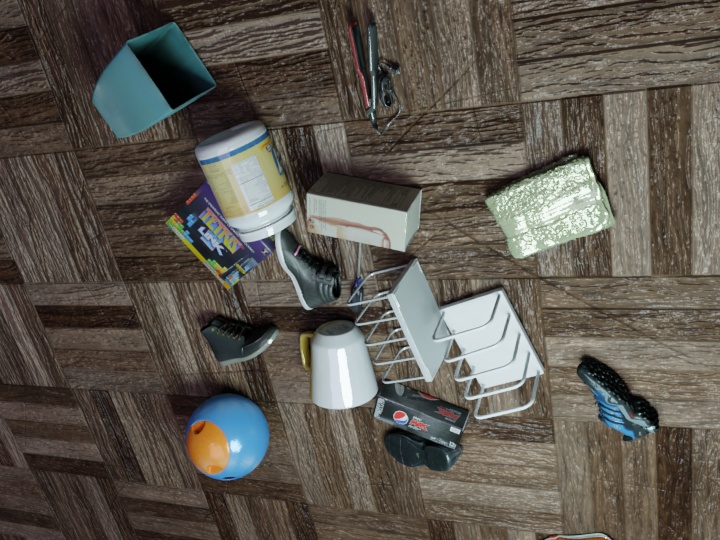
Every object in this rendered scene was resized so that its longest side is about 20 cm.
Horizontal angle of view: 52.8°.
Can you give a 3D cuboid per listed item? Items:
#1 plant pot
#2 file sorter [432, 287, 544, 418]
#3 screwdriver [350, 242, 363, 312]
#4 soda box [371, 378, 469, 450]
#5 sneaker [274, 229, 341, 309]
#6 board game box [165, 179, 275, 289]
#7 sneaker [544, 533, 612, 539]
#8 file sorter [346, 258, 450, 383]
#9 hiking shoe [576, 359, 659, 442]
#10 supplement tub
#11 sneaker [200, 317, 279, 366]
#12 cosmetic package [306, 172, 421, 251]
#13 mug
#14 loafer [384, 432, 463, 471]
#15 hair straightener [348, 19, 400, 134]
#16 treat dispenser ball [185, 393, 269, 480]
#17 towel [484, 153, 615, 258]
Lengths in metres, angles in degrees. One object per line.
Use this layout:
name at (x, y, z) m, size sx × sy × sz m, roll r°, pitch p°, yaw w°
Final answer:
plant pot at (-0.414, -0.348, 1.399) m, size 0.199 × 0.141 × 0.142 m, roll -23°, pitch 107°, yaw 39°
file sorter at (0.246, 0.165, 1.410) m, size 0.138 × 0.125 × 0.201 m, roll -20°, pitch 109°, yaw 30°
screwdriver at (0.000, 0.000, 1.488) m, size 0.029 × 0.028 × 0.202 m, roll 0°, pitch 122°, yaw -13°
soda box at (0.131, 0.313, 1.582) m, size 0.198 × 0.071 × 0.064 m, roll 20°, pitch 121°, yaw 12°
sneaker at (-0.101, -0.012, 1.501) m, size 0.098 × 0.071 × 0.201 m, roll -10°, pitch 119°, yaw 25°
board game box at (-0.293, -0.081, 1.546) m, size 0.200 × 0.057 × 0.165 m, roll 48°, pitch 126°, yaw -8°
sneaker at (0.470, 0.639, 1.626) m, size 0.199 × 0.077 × 0.073 m, roll -26°, pitch 108°, yaw 34°
file sorter at (0.076, 0.106, 1.450) m, size 0.124 × 0.139 × 0.201 m, roll -12°, pitch 113°, yaw 31°
hiking shoe at (0.482, 0.260, 1.403) m, size 0.200 × 0.074 × 0.087 m, roll 42°, pitch 125°, yaw -4°
supplement tub at (-0.217, -0.172, 1.407) m, size 0.143 × 0.145 × 0.201 m, roll -11°, pitch 114°, yaw 27°
sneaker at (-0.283, 0.147, 1.659) m, size 0.199 × 0.075 × 0.107 m, roll -24°, pitch 110°, yaw 33°
cosmetic package at (0.007, -0.113, 1.374) m, size 0.198 × 0.104 × 0.088 m, roll 13°, pitch 124°, yaw 18°
mug at (-0.061, 0.193, 1.558) m, size 0.185 × 0.150 × 0.155 m, roll -1°, pitch 110°, yaw 16°
loafer at (0.140, 0.400, 1.631) m, size 0.199 × 0.072 × 0.074 m, roll 7°, pitch 106°, yaw 43°
hair straightener at (0.032, -0.336, 1.271) m, size 0.076 × 0.041 × 0.202 m, roll 2°, pitch 119°, yaw 22°
treat dispenser ball at (-0.319, 0.398, 1.743) m, size 0.199 × 0.201 × 0.203 m, roll 10°, pitch 122°, yaw 17°
towel at (0.331, -0.109, 1.279) m, size 0.199 × 0.037 × 0.149 m, roll -21°, pitch 107°, yaw 31°
